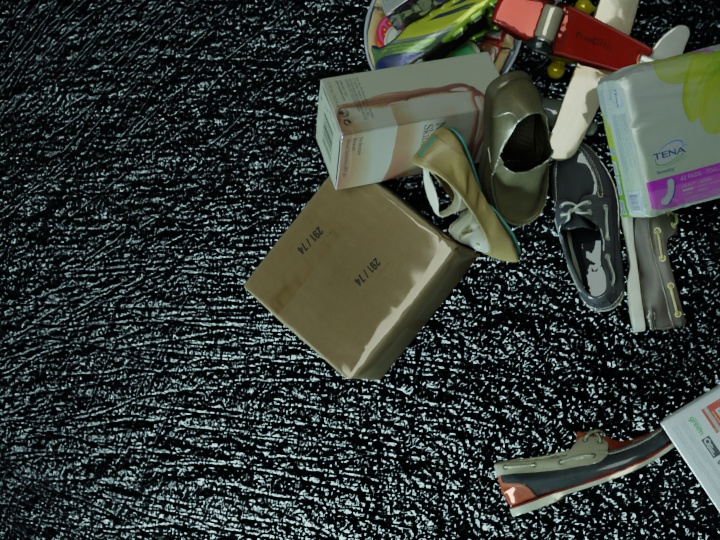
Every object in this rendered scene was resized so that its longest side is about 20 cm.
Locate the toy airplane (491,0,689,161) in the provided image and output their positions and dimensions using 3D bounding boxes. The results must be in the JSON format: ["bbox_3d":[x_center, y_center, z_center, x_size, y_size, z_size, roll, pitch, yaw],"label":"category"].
[{"bbox_3d":[0.258,-0.249,1.210,0.199,0.141,0.200,-28,105,-6],"label":"toy airplane"}]

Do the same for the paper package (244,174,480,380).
[{"bbox_3d":[0.000,0.000,1.276,0.190,0.103,0.200,40,98,19],"label":"paper package"}]

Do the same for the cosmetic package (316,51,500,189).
[{"bbox_3d":[0.058,-0.167,1.219,0.199,0.104,0.087,-13,58,-13],"label":"cosmetic package"}]

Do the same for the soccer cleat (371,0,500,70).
[{"bbox_3d":[0.098,-0.289,1.258,0.200,0.065,0.084,-35,68,12],"label":"soccer cleat"}]

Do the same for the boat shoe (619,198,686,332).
[{"bbox_3d":[0.318,-0.034,1.193,0.059,0.072,0.201,-5,87,12],"label":"boat shoe"}]

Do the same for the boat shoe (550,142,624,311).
[{"bbox_3d":[0.254,-0.055,1.218,0.072,0.063,0.201,-13,80,19],"label":"boat shoe"}]

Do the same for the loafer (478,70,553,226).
[{"bbox_3d":[0.171,-0.119,1.191,0.076,0.200,0.068,-18,43,-3],"label":"loafer"}]

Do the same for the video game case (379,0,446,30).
[{"bbox_3d":[0.086,-0.399,1.281,0.181,0.036,0.201,-29,52,14],"label":"video game case"}]

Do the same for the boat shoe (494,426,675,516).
[{"bbox_3d":[0.244,0.209,1.196,0.199,0.071,0.063,-25,75,19],"label":"boat shoe"}]

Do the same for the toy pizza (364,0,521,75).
[{"bbox_3d":[0.097,-0.294,1.309,0.199,0.032,0.201,-2,84,18],"label":"toy pizza"}]

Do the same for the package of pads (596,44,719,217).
[{"bbox_3d":[0.355,-0.153,1.135,0.199,0.068,0.155,-16,98,-12],"label":"package of pads"}]

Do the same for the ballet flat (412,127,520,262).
[{"bbox_3d":[0.114,-0.070,1.211,0.063,0.200,0.069,-39,34,-9],"label":"ballet flat"}]

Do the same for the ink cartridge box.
[{"bbox_3d":[0.440,0.189,1.102,0.175,0.084,0.200,-38,74,27],"label":"ink cartridge box"}]
